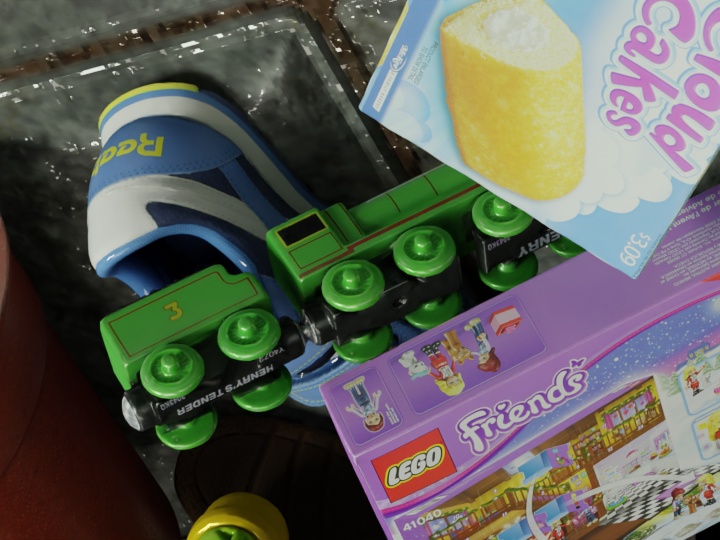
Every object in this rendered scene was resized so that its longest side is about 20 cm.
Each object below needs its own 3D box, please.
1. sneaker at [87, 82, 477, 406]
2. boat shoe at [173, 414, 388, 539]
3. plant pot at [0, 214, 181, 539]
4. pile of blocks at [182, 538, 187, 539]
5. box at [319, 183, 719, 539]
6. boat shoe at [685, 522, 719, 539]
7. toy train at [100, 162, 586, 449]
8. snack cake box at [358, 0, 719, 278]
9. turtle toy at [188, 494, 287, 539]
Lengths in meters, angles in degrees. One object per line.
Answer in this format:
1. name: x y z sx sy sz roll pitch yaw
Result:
1. sneaker: -0.028 0.016 0.930 0.199 0.083 0.074 35 131 -21
2. boat shoe: 0.011 0.129 1.044 0.201 0.075 0.075 27 165 6
3. plant pot: -0.179 0.088 0.981 0.199 0.202 0.196 -10 140 24
4. pile of blocks: -0.015 0.191 1.119 0.199 0.062 0.082 22 136 -6
5. box: 0.097 0.050 0.882 0.199 0.039 0.137 -26 137 -2
6. boat shoe: 0.125 0.113 0.998 0.199 0.072 0.060 35 116 -12
7. toy train: 0.000 0.000 0.858 0.199 0.056 0.042 -26 140 -14
8. snack cake box: 0.090 -0.105 0.767 0.115 0.067 0.201 32 136 5
9. turtle toy: -0.017 0.183 0.937 0.199 0.146 0.102 24 116 4
